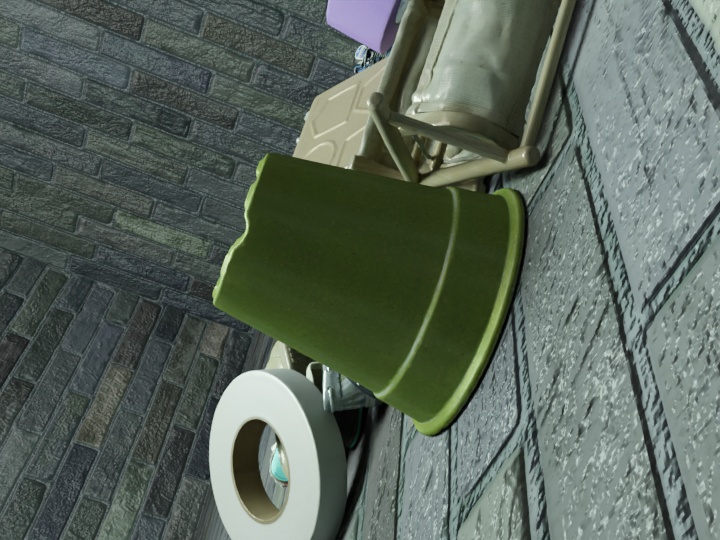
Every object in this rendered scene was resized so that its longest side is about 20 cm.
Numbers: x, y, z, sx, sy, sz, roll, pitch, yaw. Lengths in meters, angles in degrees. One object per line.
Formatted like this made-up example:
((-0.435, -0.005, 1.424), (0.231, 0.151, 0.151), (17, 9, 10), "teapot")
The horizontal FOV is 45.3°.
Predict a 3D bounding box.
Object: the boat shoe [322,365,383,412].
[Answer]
((-0.033, 0.062, 0.887), (0.075, 0.064, 0.202), (92, 161, -44), "boat shoe")

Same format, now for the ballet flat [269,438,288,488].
((-0.053, 0.165, 1.040), (0.201, 0.075, 0.064), (-66, -26, -3), "ballet flat")

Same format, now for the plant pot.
((-0.006, 0.001, 0.656), (0.200, 0.189, 0.201), (-161, 90, -82), "plant pot")

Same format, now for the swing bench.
((0.085, -0.174, 0.711), (0.200, 0.129, 0.200), (128, 160, -82), "swing bench")

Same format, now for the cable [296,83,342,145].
((-0.017, -0.134, 1.062), (0.200, 0.069, 0.201), (-29, 52, 58), "cable")

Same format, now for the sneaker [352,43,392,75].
((0.030, -0.256, 1.102), (0.079, 0.089, 0.200), (-57, 5, -10), "sneaker")

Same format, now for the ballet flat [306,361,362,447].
((-0.020, 0.099, 0.950), (0.068, 0.068, 0.201), (117, 170, -46), "ballet flat")

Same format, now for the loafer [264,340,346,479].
((-0.067, 0.160, 0.967), (0.068, 0.075, 0.201), (-49, 36, 38), "loafer")

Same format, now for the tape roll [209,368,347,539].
((-0.089, 0.202, 0.884), (0.202, 0.037, 0.204), (-1, 89, 48), "tape roll")

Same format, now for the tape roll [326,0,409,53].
((0.041, -0.325, 0.872), (0.201, 0.065, 0.200), (-62, -2, -3), "tape roll")

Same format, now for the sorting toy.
((-0.007, -0.147, 0.920), (0.200, 0.036, 0.186), (-24, 40, 44), "sorting toy")

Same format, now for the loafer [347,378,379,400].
((-0.013, 0.037, 0.807), (0.201, 0.068, 0.071), (59, 177, 44), "loafer")
